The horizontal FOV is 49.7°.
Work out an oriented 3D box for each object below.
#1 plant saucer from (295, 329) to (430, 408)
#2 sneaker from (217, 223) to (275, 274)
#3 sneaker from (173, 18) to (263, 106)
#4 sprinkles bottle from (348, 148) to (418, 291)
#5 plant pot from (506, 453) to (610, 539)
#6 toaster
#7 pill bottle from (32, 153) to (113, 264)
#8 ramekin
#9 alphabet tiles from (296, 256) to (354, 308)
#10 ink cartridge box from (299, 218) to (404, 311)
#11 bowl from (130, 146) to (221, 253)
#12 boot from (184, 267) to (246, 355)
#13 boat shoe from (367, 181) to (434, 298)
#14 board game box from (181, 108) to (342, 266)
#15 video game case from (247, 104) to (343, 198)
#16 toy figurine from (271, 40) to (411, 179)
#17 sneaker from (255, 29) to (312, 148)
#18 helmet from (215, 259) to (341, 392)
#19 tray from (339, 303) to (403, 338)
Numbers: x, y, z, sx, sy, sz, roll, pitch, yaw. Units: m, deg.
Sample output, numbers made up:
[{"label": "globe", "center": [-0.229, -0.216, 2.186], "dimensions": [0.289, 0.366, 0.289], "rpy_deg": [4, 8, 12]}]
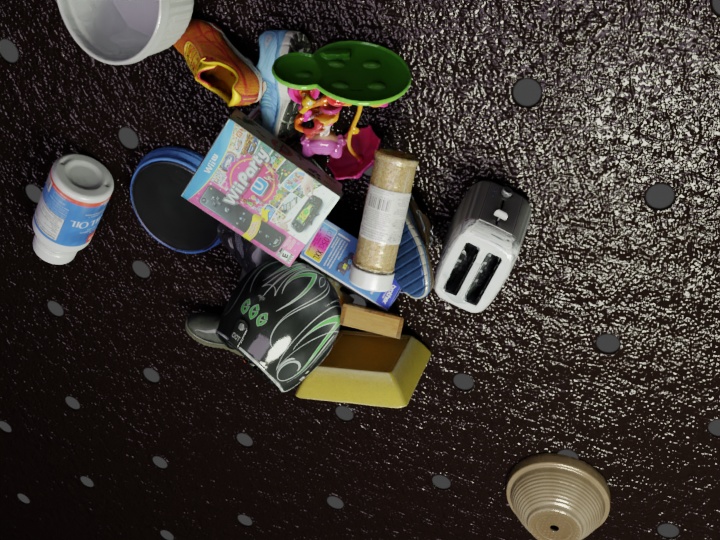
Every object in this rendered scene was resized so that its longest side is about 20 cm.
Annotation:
[{"label": "plant saucer", "center": [0.007, 0.159, 1.353], "dimensions": [0.196, 0.200, 0.049], "rpy_deg": [2, 112, 18]}, {"label": "sneaker", "center": [-0.186, -0.079, 1.315], "dimensions": [0.113, 0.075, 0.203], "rpy_deg": [35, 132, 26]}, {"label": "sneaker", "center": [-0.228, -0.318, 1.163], "dimensions": [0.199, 0.077, 0.074], "rpy_deg": [40, 127, 25]}, {"label": "sprinkles bottle", "center": [0.034, -0.073, 1.149], "dimensions": [0.067, 0.068, 0.204], "rpy_deg": [15, 106, 10]}, {"label": "plant pot", "center": [0.372, 0.453, 1.477], "dimensions": [0.197, 0.093, 0.204], "rpy_deg": [10, 124, 14]}, {"label": "toaster", "center": [0.181, -0.029, 1.200], "dimensions": [0.112, 0.130, 0.202], "rpy_deg": [26, 128, 2]}, {"label": "pill bottle", "center": [-0.533, -0.106, 1.423], "dimensions": [0.111, 0.113, 0.201], "rpy_deg": [35, 128, -6]}, {"label": "ramekin", "center": [-0.334, -0.407, 1.127], "dimensions": [0.197, 0.105, 0.204], "rpy_deg": [11, 114, 25]}, {"label": "alphabet tiles", "center": [-0.108, 0.048, 1.436], "dimensions": [0.165, 0.006, 0.201], "rpy_deg": [34, 128, -3]}, {"label": "ink cartridge box", "center": [0.000, 0.000, 1.276], "dimensions": [0.198, 0.136, 0.077], "rpy_deg": [34, 87, -3]}, {"label": "bowl", "center": [-0.318, -0.119, 1.380], "dimensions": [0.197, 0.040, 0.204], "rpy_deg": [10, 126, 14]}, {"label": "boot", "center": [-0.231, 0.066, 1.448], "dimensions": [0.179, 0.073, 0.202], "rpy_deg": [17, 136, -4]}, {"label": "boat shoe", "center": [0.079, -0.057, 1.205], "dimensions": [0.072, 0.072, 0.204], "rpy_deg": [-24, 79, 42]}, {"label": "board game box", "center": [-0.148, -0.122, 1.181], "dimensions": [0.198, 0.065, 0.148], "rpy_deg": [34, 113, -13]}, {"label": "video game case", "center": [-0.141, -0.162, 1.299], "dimensions": [0.142, 0.018, 0.200], "rpy_deg": [-34, 106, 34]}, {"label": "toy figurine", "center": [-0.035, -0.216, 1.145], "dimensions": [0.196, 0.152, 0.186], "rpy_deg": [-2, 137, -11]}, {"label": "sneaker", "center": [-0.129, -0.273, 1.196], "dimensions": [0.089, 0.078, 0.203], "rpy_deg": [24, 121, 26]}, {"label": "helmet", "center": [-0.124, 0.076, 1.274], "dimensions": [0.199, 0.191, 0.200], "rpy_deg": [38, 166, 11]}, {"label": "tray", "center": [0.019, 0.081, 1.297], "dimensions": [0.097, 0.200, 0.038], "rpy_deg": [13, 89, 2]}]
